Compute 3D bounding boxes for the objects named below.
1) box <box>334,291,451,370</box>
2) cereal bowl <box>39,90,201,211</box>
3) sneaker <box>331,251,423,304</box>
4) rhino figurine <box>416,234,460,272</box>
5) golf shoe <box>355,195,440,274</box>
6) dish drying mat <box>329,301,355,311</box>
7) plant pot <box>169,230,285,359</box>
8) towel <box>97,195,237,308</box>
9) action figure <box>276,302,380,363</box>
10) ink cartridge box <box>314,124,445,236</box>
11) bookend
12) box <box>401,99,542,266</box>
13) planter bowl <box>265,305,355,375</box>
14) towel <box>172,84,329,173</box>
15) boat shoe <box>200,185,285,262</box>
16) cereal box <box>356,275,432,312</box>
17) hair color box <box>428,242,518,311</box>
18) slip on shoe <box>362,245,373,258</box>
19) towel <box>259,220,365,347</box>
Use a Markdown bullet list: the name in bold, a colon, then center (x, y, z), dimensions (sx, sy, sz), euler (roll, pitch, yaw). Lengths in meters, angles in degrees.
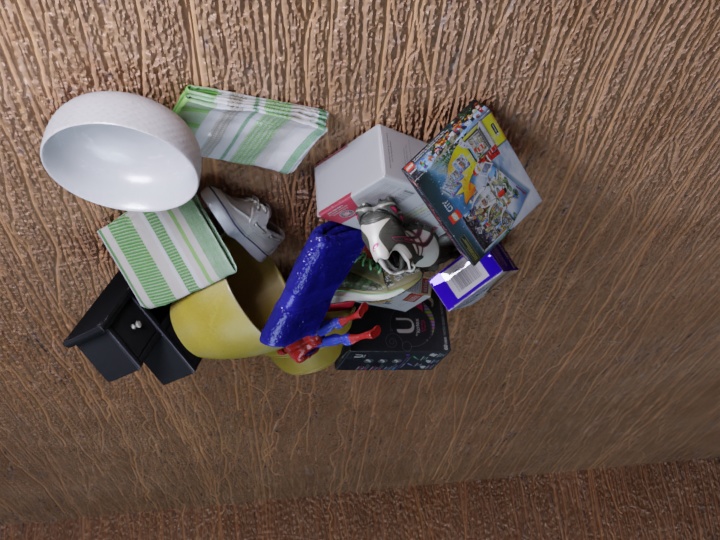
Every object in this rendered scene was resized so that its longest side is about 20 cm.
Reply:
- **box**: center (0.054, 0.111, 1.979), dimensions (0.197, 0.124, 0.106), euler (1, 156, -18)
- **cereal bowl**: center (-0.289, -0.157, 1.322), dimensions (0.196, 0.085, 0.201), euler (3, 152, 2)
- **sneaker**: center (0.000, 0.000, 1.676), dimensions (0.196, 0.090, 0.077), euler (-6, -168, 0)
- **rhino figurine**: center (0.125, -0.039, 1.743), dimensions (0.086, 0.061, 0.200), euler (-2, 157, -20)
- **golf shoe**: center (0.054, -0.028, 1.506), dimensions (0.076, 0.089, 0.199), euler (-18, 155, 25)
- **dish drying mat**: center (-0.111, 0.065, 1.814), dimensions (0.197, 0.019, 0.077), euler (-4, 171, -13)
- **plant pot**: center (-0.211, 0.057, 1.661), dimensions (0.141, 0.202, 0.200), euler (-29, 150, 18)
- **towel**: center (-0.285, -0.033, 1.572), dimensions (0.198, 0.154, 0.023), euler (-23, -170, 34)
- **action figure**: center (-0.049, 0.093, 1.706), dimensions (0.198, 0.066, 0.099), euler (-20, -166, 34)
- **ink cartridge box**: center (0.054, -0.116, 1.520), dimensions (0.198, 0.085, 0.144), euler (15, 149, -40)
- **bookend**: center (-0.332, 0.111, 1.690), dimensions (0.091, 0.201, 0.200), euler (-22, 115, 33)
- **box**: center (0.155, -0.116, 1.459), dimensions (0.136, 0.038, 0.200), euler (-42, 134, -2)
- **planter bowl**: center (-0.094, 0.128, 1.874), dimensions (0.197, 0.085, 0.201), euler (-15, -167, 3)
- **towel**: center (-0.155, -0.176, 1.398), dimensions (0.197, 0.031, 0.149), euler (6, 152, -26)
- **boat shoe**: center (-0.167, -0.080, 1.582), dimensions (0.070, 0.071, 0.200), euler (-37, 147, 2)
- **cereal box**: center (0.007, 0.024, 1.804), dimensions (0.197, 0.040, 0.144), euler (11, 165, -13)
- **hair color box**: center (0.187, 0.008, 1.737), dimensions (0.109, 0.065, 0.200), euler (-37, 173, 14)
- **slip on shoe**: center (0.045, -0.037, 1.723), dimensions (0.073, 0.062, 0.200), euler (-2, 158, -16)
- **towel**: center (-0.063, 0.018, 1.564), dimensions (0.147, 0.049, 0.202), euler (-30, 151, -60)
